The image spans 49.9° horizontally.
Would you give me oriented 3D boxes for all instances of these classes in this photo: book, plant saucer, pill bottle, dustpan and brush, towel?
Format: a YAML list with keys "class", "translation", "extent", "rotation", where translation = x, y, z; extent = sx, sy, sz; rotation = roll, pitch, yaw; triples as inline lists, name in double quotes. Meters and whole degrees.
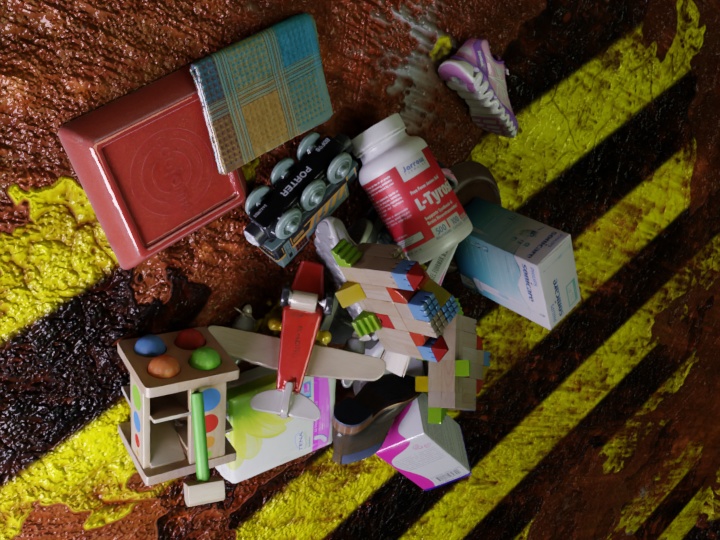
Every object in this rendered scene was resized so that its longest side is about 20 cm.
- class: "book"
  translation: [0.098, 0.050, 1.226]
  extent: [0.201, 0.048, 0.134]
  rotation: [-59, 171, -41]
- class: "plant saucer"
  translation: [-0.233, -0.122, 0.944]
  extent: [0.199, 0.037, 0.201]
  rotation: [-34, 130, -25]
- class: "plant saucer"
  translation: [0.178, -0.085, 1.331]
  extent: [0.199, 0.034, 0.203]
  rotation: [-20, 123, -35]
- class: "pill bottle"
  translation: [0.068, -0.117, 1.112]
  extent: [0.112, 0.112, 0.201]
  rotation: [-34, 97, -24]
- class: "dustpan and brush"
  translation: [0.046, 0.111, 1.305]
  extent: [0.138, 0.057, 0.202]
  rotation: [-14, 126, -28]
- class: "towel"
  translation: [-0.119, -0.226, 0.978]
  extent: [0.199, 0.022, 0.148]
  rotation: [-37, 130, -35]

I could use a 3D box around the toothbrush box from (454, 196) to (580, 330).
- class: "toothbrush box"
  translation: [0.248, -0.014, 1.263]
  extent: [0.085, 0.199, 0.147]
  rotation: [-39, 131, -19]

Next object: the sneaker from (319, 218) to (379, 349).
- class: "sneaker"
  translation: [0.004, 0.022, 1.181]
  extent: [0.105, 0.075, 0.202]
  rotation: [15, 110, -23]

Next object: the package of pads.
- class: "package of pads"
  translation: [-0.130, 0.221, 1.184]
  extent: [0.198, 0.068, 0.156]
  rotation: [-14, 118, -36]

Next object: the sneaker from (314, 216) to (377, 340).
- class: "sneaker"
  translation: [0.000, 0.000, 1.097]
  extent: [0.082, 0.075, 0.201]
  rotation: [-36, 124, -16]

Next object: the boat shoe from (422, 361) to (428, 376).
- class: "boat shoe"
  translation: [0.143, 0.147, 1.385]
  extent: [0.074, 0.073, 0.202]
  rotation: [-32, 129, -26]

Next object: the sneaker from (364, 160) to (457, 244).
- class: "sneaker"
  translation: [0.070, -0.087, 1.197]
  extent: [0.201, 0.082, 0.070]
  rotation: [-54, 138, -6]

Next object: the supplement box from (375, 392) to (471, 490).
- class: "supplement box"
  translation: [0.107, 0.303, 1.387]
  extent: [0.100, 0.104, 0.200]
  rotation: [-25, 139, 18]

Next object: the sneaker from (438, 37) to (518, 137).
- class: "sneaker"
  translation: [0.205, -0.290, 1.225]
  extent: [0.200, 0.080, 0.089]
  rotation: [41, 74, -44]

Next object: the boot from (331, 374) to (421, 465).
- class: "boot"
  translation: [0.023, 0.242, 1.275]
  extent: [0.199, 0.074, 0.098]
  rotation: [-18, 131, -41]

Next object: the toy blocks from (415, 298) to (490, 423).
- class: "toy blocks"
  translation: [0.171, 0.158, 1.312]
  extent: [0.136, 0.099, 0.203]
  rotation: [17, 72, -53]

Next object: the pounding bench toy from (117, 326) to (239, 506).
- class: "pounding bench toy"
  translation: [-0.219, 0.178, 0.981]
  extent: [0.123, 0.200, 0.158]
  rotation: [-8, 117, -31]

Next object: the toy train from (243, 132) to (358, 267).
- class: "toy train"
  translation: [-0.079, -0.098, 1.059]
  extent: [0.200, 0.085, 0.114]
  rotation: [-49, 157, -17]

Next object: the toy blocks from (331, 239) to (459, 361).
- class: "toy blocks"
  translation: [0.063, 0.043, 1.008]
  extent: [0.100, 0.136, 0.201]
  rotation: [-46, 123, -29]

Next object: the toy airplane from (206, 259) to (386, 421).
- class: "toy airplane"
  translation: [-0.090, 0.112, 1.093]
  extent: [0.198, 0.141, 0.201]
  rotation: [-35, 97, 0]
